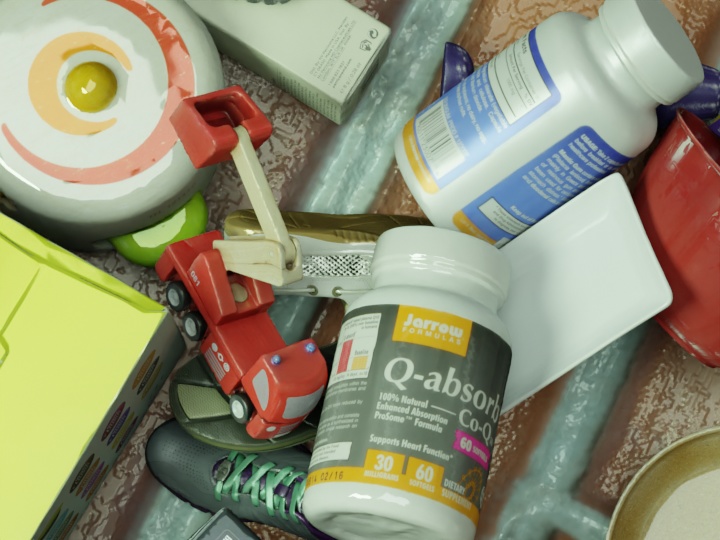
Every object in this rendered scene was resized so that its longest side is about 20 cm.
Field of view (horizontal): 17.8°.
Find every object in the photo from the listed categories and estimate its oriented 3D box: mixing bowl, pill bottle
[{"bbox_3d":[0.250,-0.004,1.578,0.108,0.200,0.200,-44,85,13],"label":"mixing bowl"},{"bbox_3d":[0.036,0.080,1.516,0.116,0.116,0.201,12,70,0],"label":"pill bottle"},{"bbox_3d":[0.131,-0.106,1.570,0.200,0.112,0.112,-35,83,22],"label":"pill bottle"}]

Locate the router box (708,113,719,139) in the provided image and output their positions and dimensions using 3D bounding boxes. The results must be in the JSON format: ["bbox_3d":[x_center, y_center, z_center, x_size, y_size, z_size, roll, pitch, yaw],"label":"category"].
[{"bbox_3d":[0.367,-0.110,1.622,0.200,0.052,0.157,-40,84,-27],"label":"router box"}]

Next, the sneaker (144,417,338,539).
[{"bbox_3d":[-0.053,0.145,1.586,0.199,0.088,0.075,19,81,1],"label":"sneaker"}]

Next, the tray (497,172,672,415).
[{"bbox_3d":[0.120,0.029,1.563,0.200,0.022,0.108,-35,57,27],"label":"tray"}]

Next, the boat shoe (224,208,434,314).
[{"bbox_3d":[0.000,0.000,1.626,0.199,0.071,0.070,5,108,-8],"label":"boat shoe"}]

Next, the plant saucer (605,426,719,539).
[{"bbox_3d":[0.267,0.209,1.610,0.200,0.035,0.201,0,81,-1],"label":"plant saucer"}]

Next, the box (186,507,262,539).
[{"bbox_3d":[-0.055,0.267,1.513,0.200,0.197,0.117,43,82,5],"label":"box"}]

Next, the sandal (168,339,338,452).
[{"bbox_3d":[-0.037,0.089,1.598,0.200,0.057,0.080,-7,65,-27],"label":"sandal"}]

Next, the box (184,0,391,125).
[{"bbox_3d":[-0.079,-0.188,1.640,0.200,0.082,0.068,32,83,2],"label":"box"}]

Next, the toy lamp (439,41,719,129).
[{"bbox_3d":[0.158,-0.133,1.649,0.199,0.058,0.058,5,81,-2],"label":"toy lamp"}]

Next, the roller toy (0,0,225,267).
[{"bbox_3d":[-0.187,-0.113,1.591,0.199,0.140,0.183,17,79,-1],"label":"roller toy"}]

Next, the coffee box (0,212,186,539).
[{"bbox_3d":[-0.255,0.073,1.536,0.200,0.198,0.200,30,82,3],"label":"coffee box"}]

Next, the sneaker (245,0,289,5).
[{"bbox_3d":[-0.132,-0.245,1.580,0.199,0.075,0.082,17,71,-8],"label":"sneaker"}]

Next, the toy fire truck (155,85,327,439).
[{"bbox_3d":[-0.074,-0.004,1.512,0.049,0.141,0.200,-18,69,-36],"label":"toy fire truck"}]
